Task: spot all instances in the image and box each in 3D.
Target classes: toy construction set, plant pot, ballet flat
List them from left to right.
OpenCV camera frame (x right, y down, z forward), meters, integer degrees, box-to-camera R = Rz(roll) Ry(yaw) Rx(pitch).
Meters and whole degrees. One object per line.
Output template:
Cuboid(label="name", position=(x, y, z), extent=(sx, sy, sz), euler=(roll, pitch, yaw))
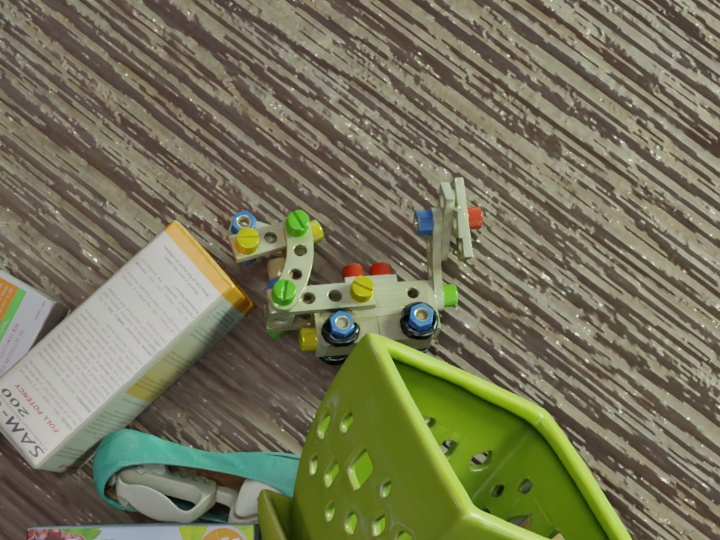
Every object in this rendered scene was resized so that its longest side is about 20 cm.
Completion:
Cuboid(label="ballet flat", position=(-0.109, 0.172, 1.448), extent=(0.199, 0.068, 0.071), euler=(10, 39, 4))
Cuboid(label="toy construction set", position=(0.000, 0.000, 1.466), extent=(0.199, 0.092, 0.132), euler=(-11, 64, 2))
Cuboid(label="plant pot", position=(0.051, 0.193, 1.338), extent=(0.182, 0.200, 0.199), euler=(-50, 39, 18))

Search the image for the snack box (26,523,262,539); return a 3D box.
Cuboid(label="snack box", position=(-0.153, 0.283, 1.372), extent=(0.168, 0.068, 0.201), euler=(-1, 83, 3))

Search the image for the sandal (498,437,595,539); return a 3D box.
Cuboid(label="sandal", position=(0.133, 0.223, 1.433), extent=(0.081, 0.055, 0.201), euler=(12, 83, 7))

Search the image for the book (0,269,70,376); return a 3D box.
Cuboid(label="book", position=(-0.349, 0.039, 1.510), extent=(0.199, 0.048, 0.134), euler=(28, 86, 10))

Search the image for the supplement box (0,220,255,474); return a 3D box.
Cuboid(label="supplement box", position=(-0.182, 0.061, 1.450), extent=(0.200, 0.126, 0.074), euler=(-42, 81, -3))
